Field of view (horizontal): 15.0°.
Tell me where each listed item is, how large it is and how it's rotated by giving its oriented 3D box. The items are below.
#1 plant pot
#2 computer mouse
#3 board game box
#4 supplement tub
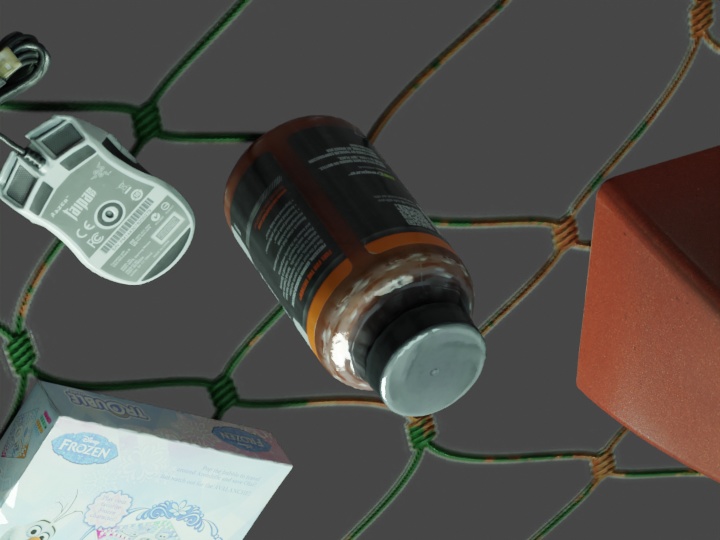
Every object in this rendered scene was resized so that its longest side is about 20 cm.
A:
[{"bbox_3d":[0.285,0.039,1.901,0.200,0.176,0.200,-16,134,-20],"label":"plant pot"},{"bbox_3d":[-0.179,-0.057,1.613,0.110,0.044,0.200,-47,131,4],"label":"computer mouse"},{"bbox_3d":[-0.176,0.177,1.819,0.200,0.043,0.199,16,117,-41],"label":"board game box"},{"bbox_3d":[0.000,0.000,1.662,0.107,0.200,0.107,-17,134,-19],"label":"supplement tub"}]
